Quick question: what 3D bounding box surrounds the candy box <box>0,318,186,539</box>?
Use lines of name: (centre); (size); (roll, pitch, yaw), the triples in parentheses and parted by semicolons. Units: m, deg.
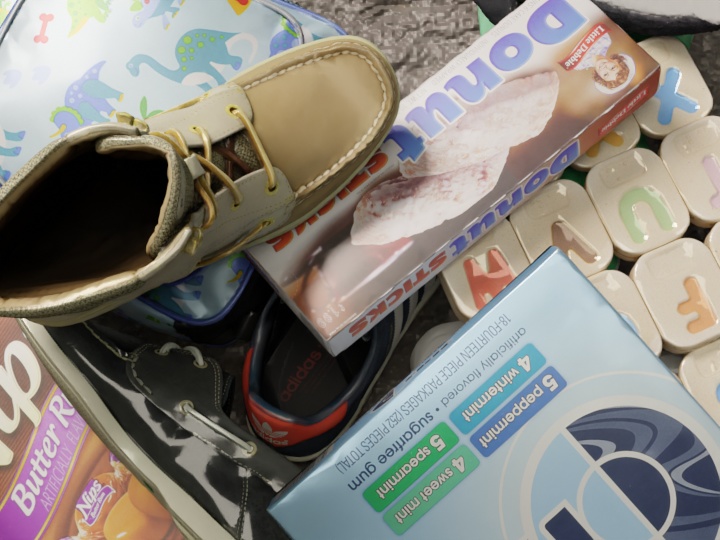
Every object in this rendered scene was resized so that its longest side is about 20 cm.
candy box: (-0.160, 0.090, 0.831); (0.200, 0.056, 0.117); (41, 85, 14)

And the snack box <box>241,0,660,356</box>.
snack box: (0.041, -0.050, 0.753); (0.200, 0.024, 0.072); (-39, 65, -8)

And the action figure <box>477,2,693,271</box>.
action figure: (0.101, -0.053, 0.813); (0.118, 0.055, 0.201); (7, 60, 10)

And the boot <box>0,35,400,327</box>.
boot: (-0.067, -0.039, 0.661); (0.200, 0.155, 0.072); (-30, 90, -4)

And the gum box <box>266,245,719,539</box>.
gum box: (0.088, 0.119, 0.708); (0.170, 0.045, 0.200); (-42, 90, 3)

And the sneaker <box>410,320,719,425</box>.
sneaker: (0.112, 0.090, 0.775); (0.199, 0.078, 0.100); (6, 45, 16)

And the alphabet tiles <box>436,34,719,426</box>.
alphabet tiles: (0.139, -0.010, 0.759); (0.199, 0.015, 0.196); (-22, 75, -8)

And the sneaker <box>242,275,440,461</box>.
sneaker: (0.000, 0.000, 0.818); (0.075, 0.085, 0.201); (21, 80, 11)

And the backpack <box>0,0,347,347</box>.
backpack: (-0.117, -0.080, 0.817); (0.199, 0.147, 0.184); (25, 81, 11)

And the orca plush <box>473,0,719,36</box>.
orca plush: (0.123, -0.168, 0.807); (0.199, 0.071, 0.106); (14, 109, 30)

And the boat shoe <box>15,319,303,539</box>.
boat shoe: (-0.091, 0.067, 0.770); (0.068, 0.072, 0.200); (-43, 80, -14)
